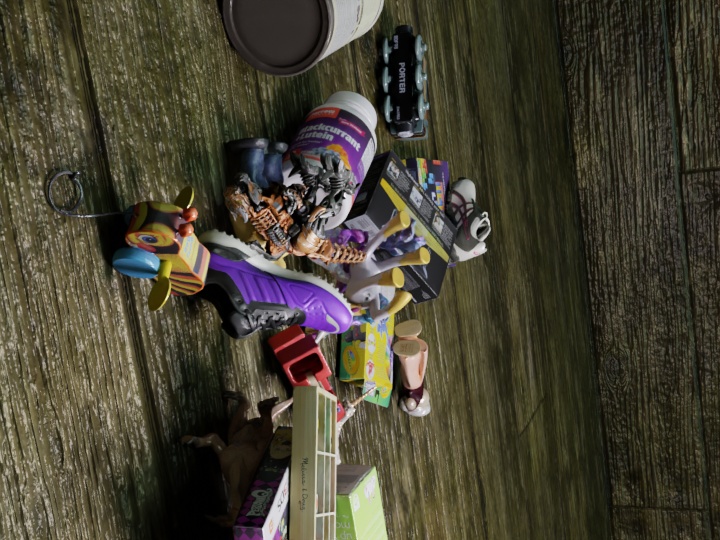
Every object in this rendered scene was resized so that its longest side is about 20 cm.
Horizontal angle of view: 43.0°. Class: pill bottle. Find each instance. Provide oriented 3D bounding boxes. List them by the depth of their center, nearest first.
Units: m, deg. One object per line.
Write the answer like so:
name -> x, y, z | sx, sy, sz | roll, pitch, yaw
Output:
pill bottle -> -0.041, -0.158, 1.250 | 0.200, 0.111, 0.112 | -69, 145, -44

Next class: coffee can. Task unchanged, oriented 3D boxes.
coffee can -> -0.068, -0.347, 1.180 | 0.200, 0.146, 0.147 | -50, 131, -57

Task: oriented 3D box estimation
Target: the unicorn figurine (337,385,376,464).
unicorn figurine -> -0.045, 0.259, 1.242 | 0.137, 0.073, 0.201 | -10, 110, -75

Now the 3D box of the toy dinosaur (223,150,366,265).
toy dinosaur -> -0.071, -0.065, 1.080 | 0.136, 0.102, 0.200 | -65, 148, -10

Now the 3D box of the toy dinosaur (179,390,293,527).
toy dinosaur -> -0.128, 0.220, 1.042 | 0.200, 0.085, 0.136 | -54, 137, -64

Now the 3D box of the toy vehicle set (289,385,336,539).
toy vehicle set -> -0.050, 0.231, 0.989 | 0.124, 0.026, 0.201 | 56, 34, -75

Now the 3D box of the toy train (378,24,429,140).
toy train -> 0.081, -0.320, 1.590 | 0.114, 0.085, 0.201 | 39, 49, -73

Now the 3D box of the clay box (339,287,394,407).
clay box -> 0.011, 0.103, 1.400 | 0.115, 0.047, 0.201 | 34, 56, -62

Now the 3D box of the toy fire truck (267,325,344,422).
toy fire truck -> -0.061, 0.141, 1.143 | 0.141, 0.049, 0.201 | 51, -13, 53

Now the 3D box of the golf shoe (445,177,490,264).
golf shoe -> 0.199, -0.092, 1.667 | 0.077, 0.088, 0.201 | 60, 33, -42

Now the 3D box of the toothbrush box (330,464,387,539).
toothbrush box -> -0.046, 0.347, 1.121 | 0.086, 0.145, 0.201 | -34, 118, -63

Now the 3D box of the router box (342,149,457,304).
router box -> 0.069, -0.070, 1.477 | 0.200, 0.052, 0.158 | 48, 43, -27

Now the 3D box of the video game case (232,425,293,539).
video game case -> -0.085, 0.297, 0.963 | 0.181, 0.036, 0.201 | -66, 154, -67

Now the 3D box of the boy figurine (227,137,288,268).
boy figurine -> -0.118, -0.059, 1.122 | 0.124, 0.064, 0.201 | -1, 89, -58

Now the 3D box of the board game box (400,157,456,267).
board game box -> 0.116, -0.099, 1.652 | 0.165, 0.056, 0.201 | -11, 97, -64

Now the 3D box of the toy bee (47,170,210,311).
toy bee -> -0.196, -0.026, 0.898 | 0.200, 0.108, 0.132 | 11, 78, -65

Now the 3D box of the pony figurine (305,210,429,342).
pony figurine -> 0.000, 0.000, 1.249 | 0.166, 0.200, 0.194 | 34, 45, -29

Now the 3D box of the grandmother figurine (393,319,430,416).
grandmother figurine -> 0.087, 0.176, 1.498 | 0.200, 0.060, 0.122 | 78, 22, -49

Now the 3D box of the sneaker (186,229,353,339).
sneaker -> -0.109, 0.042, 1.032 | 0.070, 0.199, 0.100 | -53, -166, 54
